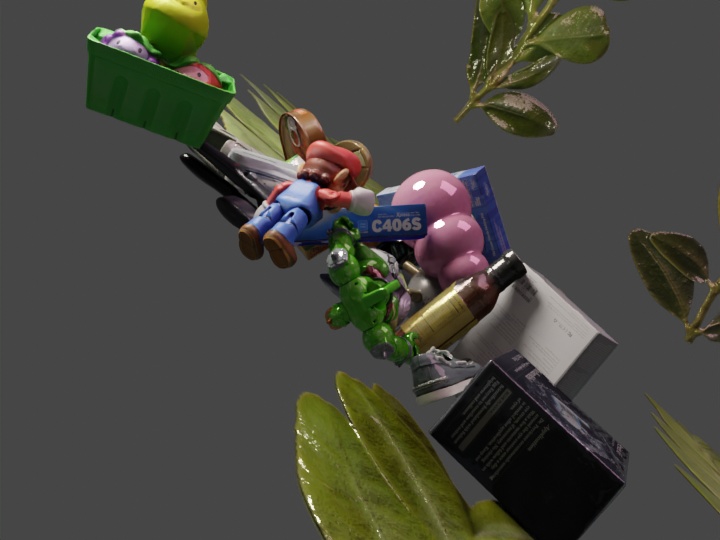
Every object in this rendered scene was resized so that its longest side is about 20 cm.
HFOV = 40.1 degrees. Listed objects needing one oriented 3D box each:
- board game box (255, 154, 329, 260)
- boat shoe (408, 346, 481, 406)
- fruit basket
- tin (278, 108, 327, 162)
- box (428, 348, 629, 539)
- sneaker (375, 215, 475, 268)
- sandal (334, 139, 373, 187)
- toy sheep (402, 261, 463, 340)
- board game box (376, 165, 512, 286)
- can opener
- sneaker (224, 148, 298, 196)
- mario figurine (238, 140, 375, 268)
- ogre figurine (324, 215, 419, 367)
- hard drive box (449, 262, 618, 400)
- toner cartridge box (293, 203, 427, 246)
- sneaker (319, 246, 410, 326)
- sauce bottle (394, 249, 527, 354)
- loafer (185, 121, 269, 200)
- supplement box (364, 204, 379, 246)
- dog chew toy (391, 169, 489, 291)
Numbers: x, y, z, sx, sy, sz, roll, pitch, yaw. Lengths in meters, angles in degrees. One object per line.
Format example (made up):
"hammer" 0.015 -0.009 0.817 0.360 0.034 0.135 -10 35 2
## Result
"board game box" -0.091 -0.103 1.485 0.200 0.095 0.030 46 -20 40
"boat shoe" 0.109 0.124 1.248 0.063 0.072 0.199 70 20 5
"fruit basket" -0.256 -0.292 1.309 0.214 0.217 0.156 35 11 -18
"tin" -0.080 -0.159 1.576 0.111 0.041 0.204 22 -49 53
"box" 0.206 0.205 1.166 0.200 0.118 0.196 43 11 12
"sneaker" 0.097 -0.037 1.566 0.079 0.198 0.077 -21 90 -55
"sandal" -0.019 -0.151 1.568 0.081 0.053 0.200 63 -24 11
"toy sheep" 0.125 0.046 1.531 0.198 0.139 0.138 3 34 -48
"board game box" 0.142 -0.052 1.615 0.043 0.196 0.204 -36 111 -48
"can opener" -0.176 -0.120 1.336 0.200 0.064 0.078 46 13 29
"sneaker" -0.101 -0.112 1.409 0.196 0.072 0.073 19 16 7
"mario figurine" -0.060 -0.073 1.239 0.123 0.200 0.106 38 -33 5
"ogre figurine" 0.009 0.032 1.228 0.120 0.096 0.205 -28 110 -74
"hard drive box" 0.223 0.121 1.342 0.076 0.201 0.156 25 17 -52
"toner cartridge box" -0.008 -0.062 1.361 0.195 0.044 0.095 -3 -3 0
"sneaker" 0.000 0.000 1.412 0.114 0.075 0.201 36 14 -26
"sauce bottle" 0.135 0.049 1.320 0.066 0.199 0.066 53 -3 4
"loafer" -0.192 -0.163 1.466 0.198 0.071 0.070 35 16 15
"supplement box" -0.002 -0.067 1.579 0.068 0.067 0.200 31 -5 5
"dog chew toy" 0.124 -0.047 1.449 0.124 0.124 0.203 20 41 -59
